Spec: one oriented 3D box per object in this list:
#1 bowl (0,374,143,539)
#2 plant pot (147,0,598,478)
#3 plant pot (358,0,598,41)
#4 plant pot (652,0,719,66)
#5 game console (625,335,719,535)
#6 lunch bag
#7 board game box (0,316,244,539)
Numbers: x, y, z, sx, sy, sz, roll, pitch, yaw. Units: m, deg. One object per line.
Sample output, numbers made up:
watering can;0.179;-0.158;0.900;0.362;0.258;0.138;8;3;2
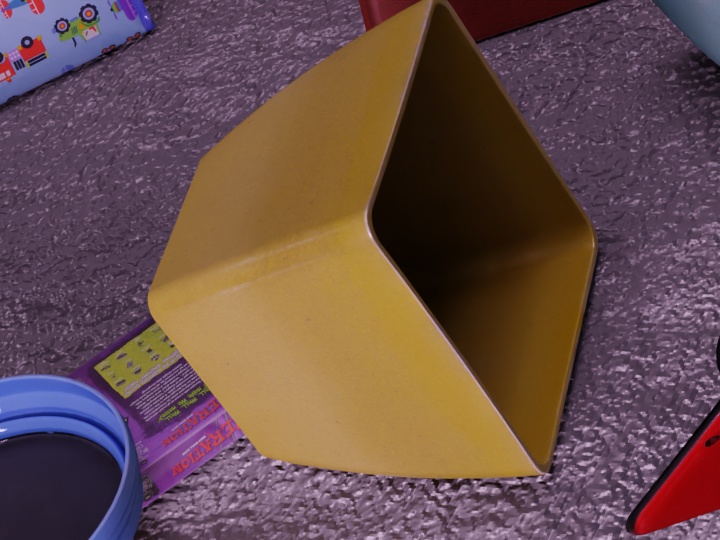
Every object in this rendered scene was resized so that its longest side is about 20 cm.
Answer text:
bowl;-0.216;0.144;1.501;0.200;0.039;0.201;-16;38;13
plant pot;0.000;0.000;1.488;0.176;0.200;0.200;-17;36;30
plant pot;0.070;-0.287;1.792;0.200;0.176;0.200;-17;38;9
plant pot;0.270;-0.191;1.563;0.200;0.201;0.161;-26;49;-3
game console;0.208;0.019;1.308;0.200;0.119;0.172;-57;29;35
lunch bag;-0.261;-0.236;1.891;0.150;0.200;0.094;-27;38;-4
board game box;-0.163;0.108;1.566;0.200;0.032;0.120;-35;34;-13
